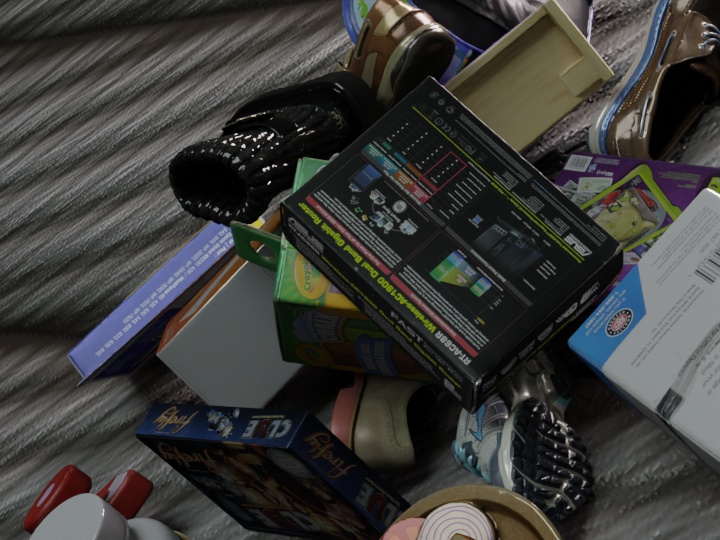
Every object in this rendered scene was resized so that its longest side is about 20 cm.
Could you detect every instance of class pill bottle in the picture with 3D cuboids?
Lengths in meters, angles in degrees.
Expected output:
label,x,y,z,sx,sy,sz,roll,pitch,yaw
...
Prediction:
label,x,y,z,sx,sy,sz,roll,pitch,yaw
pill bottle,-0.149,0.250,1.594,0.111,0.200,0.111,-32,33,23

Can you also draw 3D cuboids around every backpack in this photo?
label,x,y,z,sx,sy,sz,roll,pitch,yaw
backpack,0.084,-0.213,1.874,0.147,0.200,0.183,-45,24,44

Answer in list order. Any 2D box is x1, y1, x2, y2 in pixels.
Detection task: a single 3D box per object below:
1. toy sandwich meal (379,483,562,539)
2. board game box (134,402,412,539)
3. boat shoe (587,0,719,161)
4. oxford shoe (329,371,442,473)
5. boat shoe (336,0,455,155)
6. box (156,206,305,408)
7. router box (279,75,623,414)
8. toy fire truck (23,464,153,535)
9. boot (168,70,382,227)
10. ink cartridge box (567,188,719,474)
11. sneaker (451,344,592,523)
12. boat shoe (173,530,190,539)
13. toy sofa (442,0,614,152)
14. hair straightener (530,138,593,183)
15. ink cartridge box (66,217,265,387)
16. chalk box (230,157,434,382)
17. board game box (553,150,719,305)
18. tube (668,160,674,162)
label,x,y,z,sx,sy,sz,roll,pitch,yaw
toy sandwich meal,0.059,0.230,1.433,0.205,0.070,0.205,-15,65,35
board game box,-0.065,0.155,1.672,0.200,0.135,0.035,-2,51,52
boat shoe,0.260,-0.161,1.728,0.072,0.072,0.200,21,80,53
oxford shoe,0.031,0.089,1.725,0.075,0.070,0.200,2,42,14
boat shoe,0.019,-0.153,1.791,0.076,0.074,0.200,-30,-18,-30
box,-0.064,0.019,1.832,0.200,0.097,0.124,-46,8,8
router box,0.064,-0.019,1.557,0.150,0.062,0.200,-41,70,-17
toy fire truck,-0.251,0.254,1.830,0.200,0.112,0.168,-57,13,-21
boot,-0.094,-0.085,1.773,0.158,0.079,0.211,-38,6,-33
ink cartridge box,0.253,0.055,1.421,0.145,0.084,0.200,-48,37,-2
sneaker,0.108,0.128,1.565,0.086,0.078,0.200,-43,20,25
boat shoe,-0.182,0.286,1.706,0.071,0.065,0.200,13,64,19
toy sofa,0.101,-0.124,1.756,0.200,0.083,0.098,-39,0,4
hair straightener,0.121,-0.067,1.802,0.200,0.041,0.077,-33,31,32
ink cartridge box,-0.172,0.021,1.971,0.198,0.047,0.200,-42,-6,5
chalk box,0.000,0.000,1.654,0.200,0.124,0.124,6,67,6
board game box,0.211,-0.026,1.616,0.200,0.032,0.120,11,57,43
tube,0.154,-0.033,1.719,0.200,0.052,0.058,-15,86,35
